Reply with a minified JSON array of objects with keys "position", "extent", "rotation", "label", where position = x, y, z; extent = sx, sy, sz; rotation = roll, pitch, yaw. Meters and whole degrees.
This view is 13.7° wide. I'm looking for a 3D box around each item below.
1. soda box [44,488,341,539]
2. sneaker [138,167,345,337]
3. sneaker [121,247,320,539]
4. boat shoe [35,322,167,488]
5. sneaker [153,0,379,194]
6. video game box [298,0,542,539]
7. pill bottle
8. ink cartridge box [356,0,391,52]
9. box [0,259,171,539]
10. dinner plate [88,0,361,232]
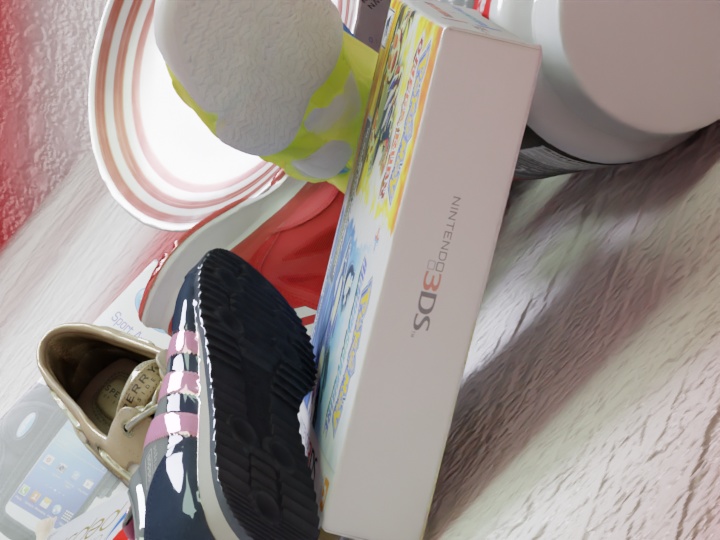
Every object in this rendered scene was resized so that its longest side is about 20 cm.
[{"position":[-0.089,0.134,1.295],"extent":[0.200,0.064,0.068],"rotation":[-32,18,54],"label":"soda box"},{"position":[0.000,0.000,1.396],"extent":[0.200,0.115,0.079],"rotation":[-40,-17,-30],"label":"sneaker"},{"position":[-0.065,0.067,1.184],"extent":[0.082,0.070,0.200],"rotation":[-43,22,23],"label":"sneaker"},{"position":[-0.087,0.072,1.367],"extent":[0.072,0.065,0.200],"rotation":[-49,35,-10],"label":"boat shoe"},{"position":[-0.042,-0.092,1.317],"extent":[0.076,0.200,0.105],"rotation":[-50,48,2],"label":"sneaker"},{"position":[0.018,-0.005,1.208],"extent":[0.182,0.047,0.201],"rotation":[-130,53,-78],"label":"video game box"},{"position":[0.098,-0.102,1.326],"extent":[0.114,0.114,0.200],"rotation":[-47,10,-12],"label":"pill bottle"},{"position":[0.032,-0.146,1.587],"extent":[0.128,0.200,0.126],"rotation":[-40,29,26],"label":"ink cartridge box"},{"position":[-0.113,0.086,1.469],"extent":[0.200,0.041,0.119],"rotation":[-48,51,-4],"label":"box"},{"position":[-0.064,-0.114,1.483],"extent":[0.200,0.024,0.201],"rotation":[-22,58,41],"label":"dinner plate"}]
